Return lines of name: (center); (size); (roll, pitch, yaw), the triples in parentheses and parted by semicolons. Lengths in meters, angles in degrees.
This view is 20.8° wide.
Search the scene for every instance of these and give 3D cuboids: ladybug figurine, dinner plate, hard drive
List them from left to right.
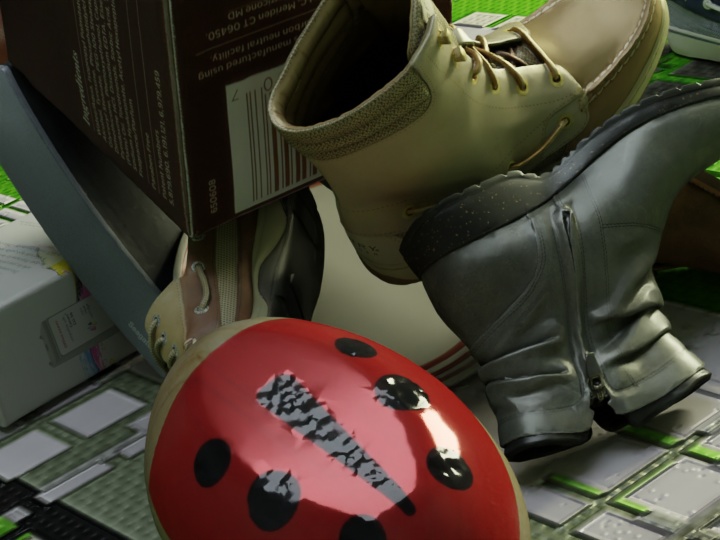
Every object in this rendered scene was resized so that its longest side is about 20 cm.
hard drive: (-0.116, -0.052, 1.093); (0.134, 0.201, 0.042); (-32, -7, -36)
ladybug figurine: (-0.014, 0.082, 0.798); (0.136, 0.072, 0.199); (-40, 50, -22)
dinner plate: (0.000, 0.000, 1.039); (0.198, 0.024, 0.201); (-4, 46, 4)

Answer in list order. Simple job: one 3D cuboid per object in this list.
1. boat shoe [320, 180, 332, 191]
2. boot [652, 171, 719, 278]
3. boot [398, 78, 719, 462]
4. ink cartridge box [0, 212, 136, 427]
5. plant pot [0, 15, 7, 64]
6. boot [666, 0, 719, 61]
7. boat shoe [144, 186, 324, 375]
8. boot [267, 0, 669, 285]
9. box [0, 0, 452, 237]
boat shoe: (0.043, -0.050, 1.012); (0.199, 0.067, 0.057); (27, -3, 27)
boot: (0.155, -0.014, 1.014); (0.076, 0.074, 0.200); (-49, 33, -10)
boot: (0.126, 0.003, 0.910); (0.199, 0.131, 0.068); (-27, -15, -15)
ink cartridge box: (-0.195, 0.025, 1.118); (0.199, 0.068, 0.116); (-30, 26, -35)
plant pot: (-0.201, -0.227, 1.583); (0.194, 0.202, 0.201); (-18, 20, 15)
boot: (0.265, -0.184, 1.283); (0.072, 0.091, 0.199); (-27, 25, -28)
boat shoe: (-0.065, 0.033, 0.958); (0.073, 0.076, 0.201); (-5, 42, 13)
boot: (0.054, -0.099, 0.915); (0.200, 0.156, 0.073); (-41, 56, -3)
box: (-0.074, -0.156, 0.984); (0.165, 0.165, 0.200); (-26, 45, -26)
